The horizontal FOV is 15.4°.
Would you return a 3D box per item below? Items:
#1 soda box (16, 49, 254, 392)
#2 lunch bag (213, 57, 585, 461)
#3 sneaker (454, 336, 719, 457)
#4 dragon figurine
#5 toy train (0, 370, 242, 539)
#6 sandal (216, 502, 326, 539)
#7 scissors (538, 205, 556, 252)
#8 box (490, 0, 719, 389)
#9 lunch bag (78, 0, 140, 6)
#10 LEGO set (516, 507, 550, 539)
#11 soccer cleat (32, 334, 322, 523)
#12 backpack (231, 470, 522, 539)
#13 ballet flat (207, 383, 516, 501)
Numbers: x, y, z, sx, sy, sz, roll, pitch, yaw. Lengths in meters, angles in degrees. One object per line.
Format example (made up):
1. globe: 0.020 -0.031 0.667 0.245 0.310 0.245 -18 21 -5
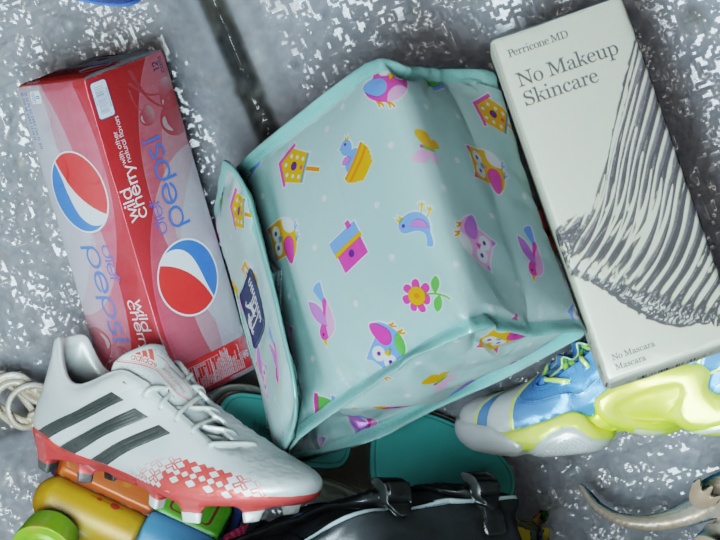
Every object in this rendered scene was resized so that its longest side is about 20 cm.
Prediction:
1. soda box: -0.131 -0.024 1.546 0.070 0.063 0.200 -2 108 47
2. lunch bag: 0.000 0.000 1.476 0.200 0.122 0.171 -30 69 37
3. sneaker: 0.149 0.048 1.529 0.200 0.076 0.105 -7 92 5
4. dragon figurine: 0.234 0.123 1.532 0.200 0.099 0.059 -11 106 34
5. toy train: -0.175 0.133 1.575 0.200 0.116 0.085 25 129 3
6. sandal: -0.062 0.179 1.559 0.045 0.200 0.075 -3 93 49
7. scissors: 0.100 -0.009 1.544 0.073 0.014 0.200 43 107 -5
8. box: 0.139 -0.041 1.463 0.082 0.068 0.200 -20 83 3
9. lunch bag: -0.164 -0.235 1.437 0.136 0.200 0.132 15 123 -8
10. LEGO set: 0.116 0.238 1.518 0.116 0.154 0.200 16 80 -17
11. soccer cleat: -0.104 0.087 1.483 0.200 0.069 0.085 12 100 38
12. backpack: -0.016 0.196 1.429 0.200 0.177 0.151 -16 81 40
13. ballet flat: -0.007 0.109 1.573 0.200 0.064 0.068 14 69 -16
